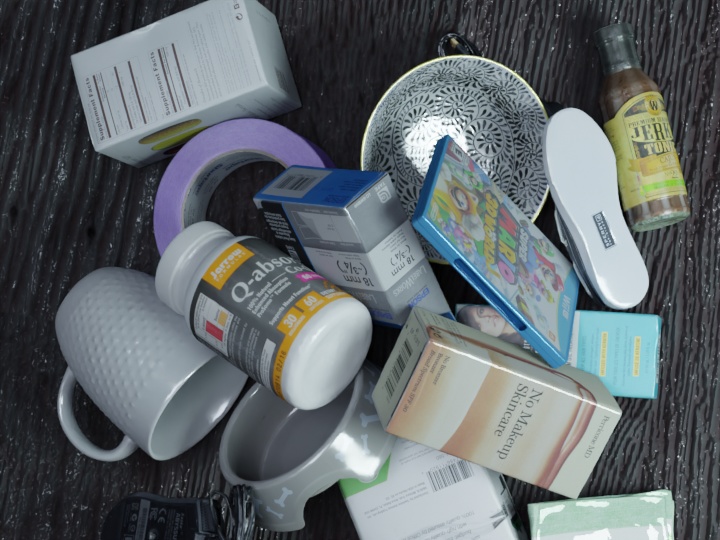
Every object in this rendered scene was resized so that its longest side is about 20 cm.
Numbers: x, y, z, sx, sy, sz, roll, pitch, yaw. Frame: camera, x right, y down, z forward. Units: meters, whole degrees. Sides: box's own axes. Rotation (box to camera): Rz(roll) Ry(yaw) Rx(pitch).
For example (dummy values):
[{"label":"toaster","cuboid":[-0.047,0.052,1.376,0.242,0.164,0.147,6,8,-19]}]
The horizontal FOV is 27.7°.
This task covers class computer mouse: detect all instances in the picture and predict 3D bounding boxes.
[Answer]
[{"label":"computer mouse","cuboid":[0.151,-0.172,1.475,0.200,0.034,0.059,42,97,15]},{"label":"computer mouse","cuboid":[-0.173,0.270,1.419,0.199,0.053,0.139,2,76,41]}]

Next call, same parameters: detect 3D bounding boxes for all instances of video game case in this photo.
[{"label":"video game case","cuboid":[0.131,-0.019,1.357,0.018,0.143,0.200,-34,112,32]}]

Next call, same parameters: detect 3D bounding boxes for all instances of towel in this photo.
[{"label":"towel","cuboid":[0.239,0.314,1.374,0.152,0.023,0.201,-3,82,-18]}]

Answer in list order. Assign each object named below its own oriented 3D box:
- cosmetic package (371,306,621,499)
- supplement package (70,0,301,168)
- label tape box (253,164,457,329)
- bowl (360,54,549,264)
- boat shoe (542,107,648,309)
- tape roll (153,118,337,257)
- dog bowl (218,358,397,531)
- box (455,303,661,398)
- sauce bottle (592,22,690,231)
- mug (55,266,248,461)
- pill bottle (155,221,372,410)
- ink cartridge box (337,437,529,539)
[{"label":"cosmetic package","cuboid":[0.123,0.122,1.339,0.199,0.087,0.104,20,105,-15]},{"label":"supplement package","cuboid":[-0.182,-0.197,1.527,0.199,0.114,0.110,-19,79,14]},{"label":"label tape box","cuboid":[0.000,0.000,1.397,0.063,0.201,0.144,-42,30,-28]},{"label":"bowl","cuboid":[0.083,-0.113,1.440,0.200,0.094,0.202,-3,101,-16]},{"label":"boat shoe","cuboid":[0.219,-0.058,1.417,0.071,0.068,0.201,-24,94,-16]},{"label":"tape roll","cuboid":[-0.112,-0.054,1.520,0.199,0.066,0.201,-1,84,15]},{"label":"dog bowl","cuboid":[-0.054,0.156,1.430,0.200,0.200,0.059,-36,120,10]},{"label":"box","cuboid":[0.192,0.078,1.432,0.199,0.049,0.083,3,85,15]},{"label":"sauce bottle","cuboid":[0.268,-0.141,1.423,0.064,0.065,0.201,-16,82,13]},{"label":"mug","cuboid":[-0.237,0.104,1.501,0.175,0.148,0.200,39,101,20]},{"label":"pill bottle","cuboid":[-0.095,0.038,1.387,0.200,0.116,0.117,31,94,29]},{"label":"ink cartridge box","cuboid":[0.077,0.247,1.430,0.146,0.084,0.201,-24,79,12]}]
